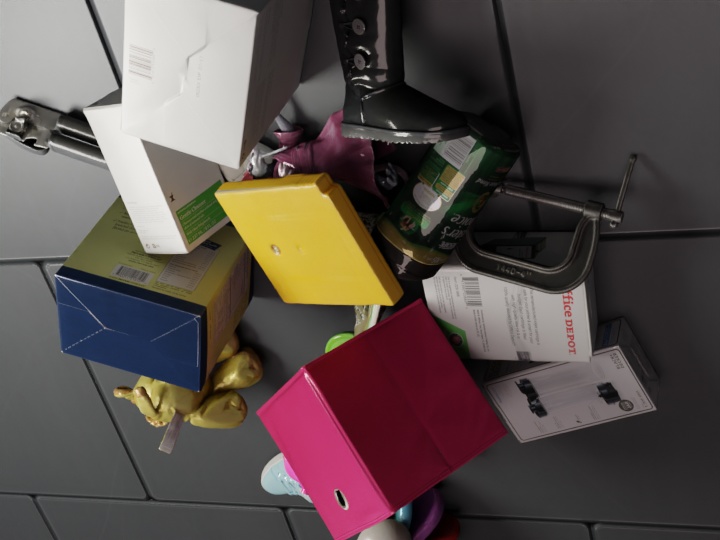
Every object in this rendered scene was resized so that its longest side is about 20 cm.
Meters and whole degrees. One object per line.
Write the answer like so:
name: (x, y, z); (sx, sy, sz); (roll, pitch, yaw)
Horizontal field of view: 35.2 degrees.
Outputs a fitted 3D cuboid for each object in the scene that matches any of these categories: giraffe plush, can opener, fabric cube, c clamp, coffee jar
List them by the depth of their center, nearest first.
coffee jar: (0.093, -0.081, 1.303); (0.085, 0.104, 0.200); (41, 112, 17)
c clamp: (0.209, -0.061, 1.325); (0.199, 0.027, 0.172); (10, 85, 22)
fabric cube: (0.022, 0.190, 1.416); (0.200, 0.200, 0.196); (57, 150, 7)
can opener: (-0.384, -0.171, 1.495); (0.199, 0.054, 0.067); (19, 162, 5)
giraffe plush: (-0.263, 0.168, 1.644); (0.173, 0.200, 0.162); (46, 156, -21)

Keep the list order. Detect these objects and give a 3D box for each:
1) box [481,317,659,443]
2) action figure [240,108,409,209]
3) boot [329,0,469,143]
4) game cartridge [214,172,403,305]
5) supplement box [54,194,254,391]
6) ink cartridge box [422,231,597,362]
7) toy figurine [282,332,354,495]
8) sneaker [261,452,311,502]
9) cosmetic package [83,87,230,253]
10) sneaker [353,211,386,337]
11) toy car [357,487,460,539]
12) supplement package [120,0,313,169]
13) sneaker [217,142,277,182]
box: (0.273, 0.145, 1.476); (0.199, 0.060, 0.117); (-21, 116, 31)
action figure: (-0.052, -0.134, 1.372); (0.199, 0.135, 0.149); (-13, 147, 24)
boot: (0.039, -0.241, 1.212); (0.164, 0.066, 0.201); (8, 108, 34)
game cartridge: (-0.061, -0.034, 1.326); (0.199, 0.032, 0.177); (-1, 129, 46)
supplement box: (-0.262, 0.022, 1.486); (0.199, 0.200, 0.135); (15, 130, 9)
ink cartridge box: (0.189, 0.033, 1.405); (0.199, 0.084, 0.146); (1, 125, 20)
toy figurine: (-0.039, 0.217, 1.564); (0.149, 0.184, 0.201); (16, 129, 8)
sneaker: (-0.081, 0.317, 1.722); (0.199, 0.082, 0.074); (-23, 115, 32)
cosmetic package: (-0.245, -0.132, 1.402); (0.085, 0.108, 0.201); (1, 122, 38)
sneaker: (0.000, 0.000, 1.464); (0.088, 0.077, 0.201); (17, 122, 12)
toy car: (0.070, 0.390, 1.693); (0.150, 0.175, 0.200); (-35, 112, 0)
supplement package: (-0.152, -0.257, 1.235); (0.146, 0.200, 0.192); (18, 129, 7)
sneaker: (-0.114, -0.086, 1.427); (0.200, 0.085, 0.073); (43, 130, -12)
